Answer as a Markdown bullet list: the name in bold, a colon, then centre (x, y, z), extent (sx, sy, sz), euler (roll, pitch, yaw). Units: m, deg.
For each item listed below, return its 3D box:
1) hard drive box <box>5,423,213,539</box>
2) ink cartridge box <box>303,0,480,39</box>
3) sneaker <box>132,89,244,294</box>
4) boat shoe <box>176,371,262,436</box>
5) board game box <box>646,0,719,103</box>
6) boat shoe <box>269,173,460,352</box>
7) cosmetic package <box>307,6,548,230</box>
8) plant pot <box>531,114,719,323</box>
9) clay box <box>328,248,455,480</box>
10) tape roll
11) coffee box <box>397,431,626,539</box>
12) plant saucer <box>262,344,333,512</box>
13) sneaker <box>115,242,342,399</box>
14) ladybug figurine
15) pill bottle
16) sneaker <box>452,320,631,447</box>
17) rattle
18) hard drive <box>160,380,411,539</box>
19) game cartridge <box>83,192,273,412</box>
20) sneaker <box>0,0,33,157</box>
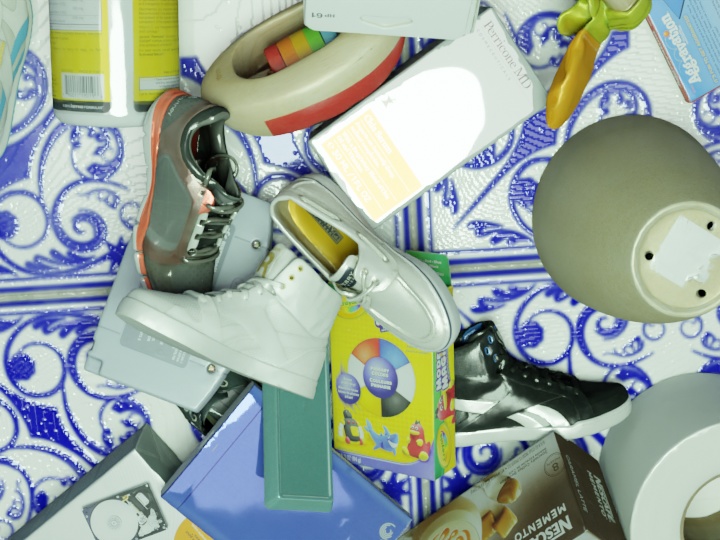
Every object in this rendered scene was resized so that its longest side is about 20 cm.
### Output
- **hard drive box**: centre (-0.234, 0.276, 1.167), extent (0.199, 0.077, 0.156), euler (-40, 100, 7)
- **ink cartridge box**: centre (0.026, -0.300, 0.994), extent (0.142, 0.085, 0.203), euler (2, 69, -2)
- **sneaker**: centre (-0.139, -0.048, 1.022), extent (0.081, 0.077, 0.203), euler (11, 109, 34)
- **boat shoe**: centre (-0.129, 0.126, 1.141), extent (0.199, 0.066, 0.075), euler (43, 99, -9)
- **board game box**: centre (0.296, -0.265, 1.089), extent (0.102, 0.019, 0.202), euler (-28, 101, 3)
- **boat shoe**: centre (0.000, 0.000, 1.039), extent (0.200, 0.070, 0.071), euler (47, 123, 5)
- **cosmetic package**: centre (0.060, -0.137, 1.085), extent (0.199, 0.071, 0.102), euler (-36, 100, 6)
- **plant pot**: centre (0.254, -0.031, 1.047), extent (0.184, 0.200, 0.191), euler (0, 102, -1)
- **clay box**: centre (0.029, 0.083, 1.118), extent (0.113, 0.047, 0.203), euler (6, 105, 33)
- **tape roll**: centre (0.333, 0.213, 1.131), extent (0.199, 0.139, 0.206), euler (0, 102, -1)
- **coffee box**: centre (0.137, 0.257, 1.116), extent (0.199, 0.115, 0.079), euler (-38, 129, 23)
- **plant saucer**: centre (-0.056, 0.115, 1.098), extent (0.069, 0.019, 0.203), euler (9, 68, -30)
- **sneaker**: centre (-0.105, 0.024, 1.026), extent (0.198, 0.073, 0.117), euler (25, 82, -34)
- **ladybug figurine**: centre (-0.042, -0.178, 1.052), extent (0.198, 0.137, 0.072), euler (-24, 130, 7)
- **pill bottle**: centre (-0.211, -0.229, 1.040), extent (0.110, 0.112, 0.204), euler (1, 102, -1)
- **sneaker**: centre (0.153, 0.099, 1.136), extent (0.197, 0.073, 0.114), euler (-8, 104, 2)
- **rattle**: centre (0.140, -0.247, 1.043), extent (0.199, 0.130, 0.143), euler (38, 113, -4)
- **hard drive**: centre (-0.067, 0.217, 1.118), extent (0.200, 0.025, 0.132), euler (41, 89, -13)
- **game cartridge**: centre (-0.156, 0.018, 1.102), extent (0.132, 0.040, 0.203), euler (20, 85, 6)
- **sneaker**: centre (-0.337, -0.188, 1.062), extent (0.075, 0.081, 0.203), euler (6, 101, -1)
